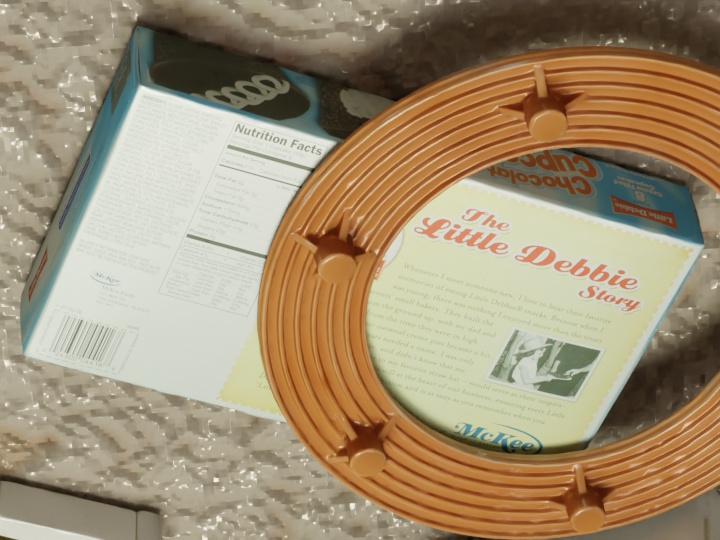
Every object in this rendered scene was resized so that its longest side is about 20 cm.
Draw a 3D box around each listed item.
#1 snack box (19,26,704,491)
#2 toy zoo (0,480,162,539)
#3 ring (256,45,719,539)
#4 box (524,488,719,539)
[{"bbox_3d":[0.000,0.000,0.955,0.200,0.037,0.116,16,125,-18],"label":"snack box"},{"bbox_3d":[-0.157,0.126,1.049,0.200,0.020,0.131,15,125,-16],"label":"toy zoo"},{"bbox_3d":[0.066,0.016,0.939,0.200,0.019,0.201,-4,127,-6],"label":"ring"},{"bbox_3d":[0.069,0.221,1.023,0.199,0.200,0.171,-19,126,19],"label":"box"}]
